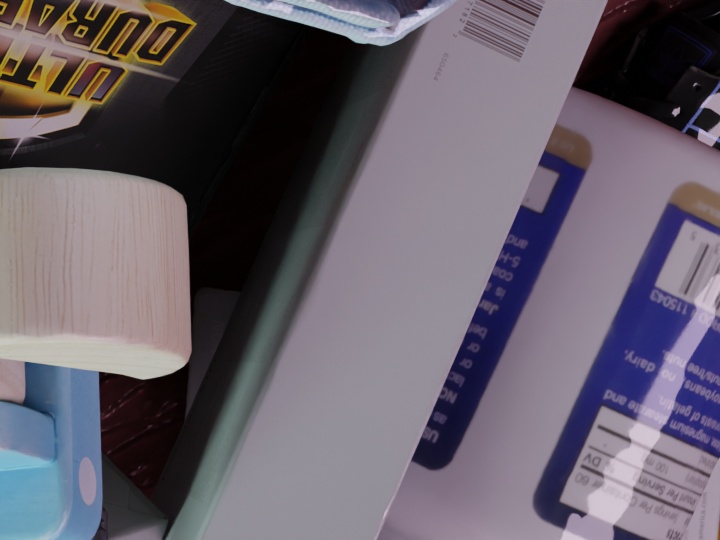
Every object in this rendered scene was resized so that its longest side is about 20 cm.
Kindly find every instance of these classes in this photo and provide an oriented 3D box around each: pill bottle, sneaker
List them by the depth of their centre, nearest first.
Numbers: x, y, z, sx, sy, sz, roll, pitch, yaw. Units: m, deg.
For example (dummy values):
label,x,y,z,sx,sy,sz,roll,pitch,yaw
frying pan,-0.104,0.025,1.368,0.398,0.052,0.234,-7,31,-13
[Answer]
label,x,y,z,sx,sy,sz,roll,pitch,yaw
pill bottle,0.059,0.048,0.867,0.120,0.120,0.200,26,89,-59
sneaker,0.107,-0.047,1.003,0.200,0.070,0.078,-40,137,-17

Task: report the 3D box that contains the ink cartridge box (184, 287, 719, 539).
label,x,y,z,sx,sy,sz,roll,pitch,yaw
ink cartridge box,0.030,0.090,0.951,0.200,0.050,0.162,4,94,-9

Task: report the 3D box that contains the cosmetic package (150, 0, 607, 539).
label,x,y,z,sx,sy,sz,roll,pitch,yaw
cosmetic package,0.000,0.000,0.793,0.200,0.052,0.151,-66,-169,-5

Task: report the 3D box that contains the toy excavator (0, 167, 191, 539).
label,x,y,z,sx,sy,sz,roll,pitch,yaw
toy excavator,-0.110,0.026,0.617,0.200,0.194,0.100,30,56,-71

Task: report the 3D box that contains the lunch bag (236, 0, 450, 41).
label,x,y,z,sx,sy,sz,roll,pitch,yaw
lunch bag,-0.063,-0.140,0.496,0.127,0.170,0.200,-36,127,-11

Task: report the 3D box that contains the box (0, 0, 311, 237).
label,x,y,z,sx,sy,sz,roll,pitch,yaw
box,-0.091,-0.087,0.695,0.200,0.049,0.160,13,112,-52

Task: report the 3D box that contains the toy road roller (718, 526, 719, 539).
label,x,y,z,sx,sy,sz,roll,pitch,yaw
toy road roller,0.080,0.066,1.042,0.200,0.123,0.146,-53,139,9

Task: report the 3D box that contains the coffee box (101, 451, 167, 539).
label,x,y,z,sx,sy,sz,roll,pitch,yaw
coffee box,-0.148,0.126,0.816,0.080,0.114,0.200,-15,136,-44
